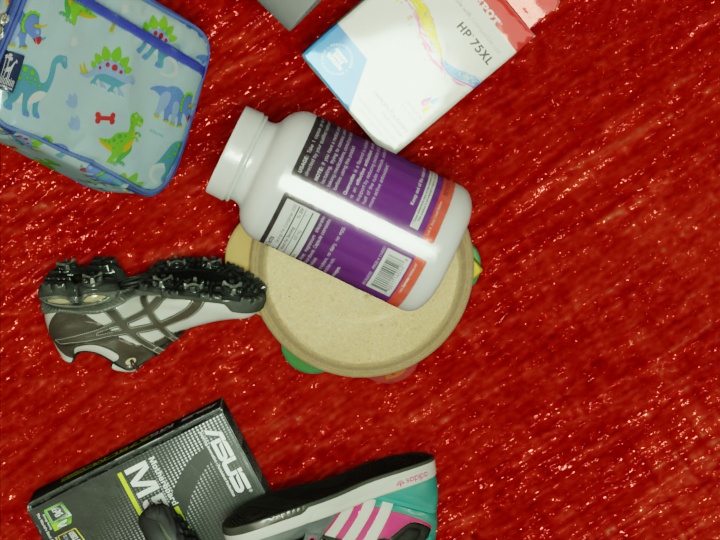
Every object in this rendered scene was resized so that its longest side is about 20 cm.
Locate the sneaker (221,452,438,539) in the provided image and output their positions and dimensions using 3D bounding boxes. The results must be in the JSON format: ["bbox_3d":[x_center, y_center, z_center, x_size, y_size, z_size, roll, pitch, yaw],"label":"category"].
[{"bbox_3d":[-0.016,0.239,1.437,0.200,0.084,0.121,-14,98,-23],"label":"sneaker"}]

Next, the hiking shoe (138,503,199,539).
[{"bbox_3d":[-0.167,0.298,1.417,0.101,0.076,0.200,-17,101,-3],"label":"hiking shoe"}]

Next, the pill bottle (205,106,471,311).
[{"bbox_3d":[-0.018,-0.055,1.346,0.200,0.112,0.113,26,97,-5],"label":"pill bottle"}]

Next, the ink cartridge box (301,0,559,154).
[{"bbox_3d":[0.062,-0.202,1.398,0.200,0.067,0.116,-40,97,4],"label":"ink cartridge box"}]

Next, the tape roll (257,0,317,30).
[{"bbox_3d":[-0.010,-0.283,1.318,0.066,0.200,0.200,43,95,-6],"label":"tape roll"}]

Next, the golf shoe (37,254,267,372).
[{"bbox_3d":[-0.173,0.040,1.426,0.200,0.078,0.095,1,111,14],"label":"golf shoe"}]

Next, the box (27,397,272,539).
[{"bbox_3d":[-0.161,0.243,1.469,0.193,0.048,0.200,-25,99,4],"label":"box"}]

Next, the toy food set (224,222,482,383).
[{"bbox_3d":[0.000,0.000,1.436,0.200,0.049,0.198,-40,97,4],"label":"toy food set"}]

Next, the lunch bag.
[{"bbox_3d":[-0.221,-0.160,1.336,0.200,0.082,0.161,29,75,-43],"label":"lunch bag"}]
